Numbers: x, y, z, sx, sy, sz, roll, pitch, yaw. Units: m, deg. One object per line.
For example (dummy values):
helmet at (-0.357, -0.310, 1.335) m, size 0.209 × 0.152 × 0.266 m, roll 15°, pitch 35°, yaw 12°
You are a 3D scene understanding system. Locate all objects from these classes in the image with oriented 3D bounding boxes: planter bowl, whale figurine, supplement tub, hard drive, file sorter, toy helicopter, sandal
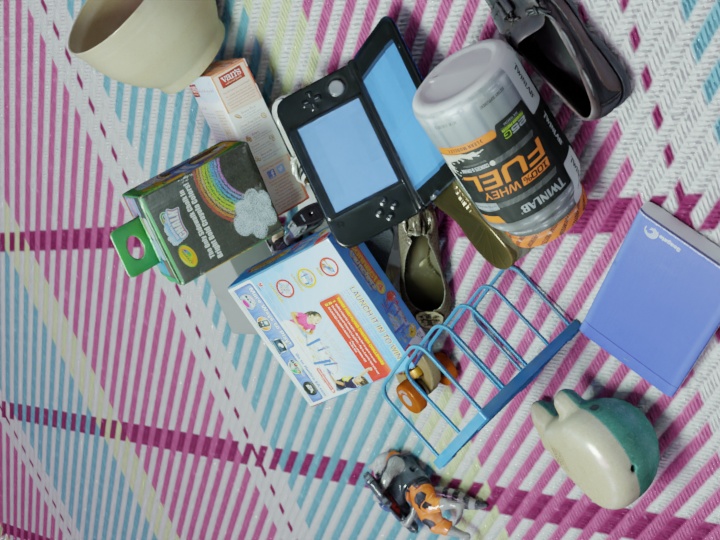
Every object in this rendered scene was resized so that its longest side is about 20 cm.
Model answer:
planter bowl at (-0.258, -0.314, 1.476) m, size 0.198 × 0.203 × 0.134 m, roll -3°, pitch 146°, yaw 47°
whale figurine at (0.286, 0.204, 1.406) m, size 0.161 × 0.103 × 0.200 m, roll 63°, pitch 166°, yaw -16°
supplement tub at (0.152, -0.129, 1.212) m, size 0.121 × 0.123 × 0.201 m, roll -5°, pitch 132°, yaw 48°
hard drive at (0.328, 0.036, 1.262) m, size 0.131 × 0.025 × 0.202 m, roll 37°, pitch 141°, yaw 19°
file sorter at (0.139, 0.109, 1.379) m, size 0.123 × 0.199 × 0.139 m, roll 45°, pitch 143°, yaw 11°
toy helicopter at (0.037, 0.103, 1.588) m, size 0.199 × 0.079 × 0.134 m, roll 19°, pitch 141°, yaw 52°
sandal at (0.001, 0.000, 1.512) m, size 0.075 × 0.043 × 0.202 m, roll 8°, pitch 133°, yaw -17°

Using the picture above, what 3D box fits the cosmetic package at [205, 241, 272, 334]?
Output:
cosmetic package at (-0.168, -0.017, 1.674) m, size 0.089 × 0.107 × 0.202 m, roll -4°, pitch 118°, yaw 48°

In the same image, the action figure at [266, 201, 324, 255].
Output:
action figure at (-0.088, -0.032, 1.568) m, size 0.130 × 0.069 × 0.200 m, roll 48°, pitch 150°, yaw -4°

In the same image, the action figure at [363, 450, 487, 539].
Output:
action figure at (0.093, 0.342, 1.736) m, size 0.192 × 0.105 × 0.201 m, roll 35°, pitch 168°, yaw 31°

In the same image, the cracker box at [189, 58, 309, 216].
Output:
cracker box at (-0.150, -0.177, 1.527) m, size 0.202 × 0.057 × 0.134 m, roll 64°, pitch 165°, yaw -18°

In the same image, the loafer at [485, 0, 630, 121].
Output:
loafer at (0.186, -0.233, 1.157) m, size 0.200 × 0.063 × 0.072 m, roll 47°, pitch 144°, yaw 6°

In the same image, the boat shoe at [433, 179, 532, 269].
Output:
boat shoe at (0.129, -0.096, 1.347) m, size 0.201 × 0.063 × 0.073 m, roll 51°, pitch 155°, yaw 12°

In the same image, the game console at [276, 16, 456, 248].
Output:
game console at (0.005, -0.155, 1.327) m, size 0.203 × 0.169 × 0.118 m, roll 64°, pitch -177°, yaw 10°

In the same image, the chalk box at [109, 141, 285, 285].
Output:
chalk box at (-0.219, -0.065, 1.460) m, size 0.127 × 0.198 × 0.124 m, roll 66°, pitch 164°, yaw -14°

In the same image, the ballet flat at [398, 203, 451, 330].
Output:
ballet flat at (0.080, 0.001, 1.458) m, size 0.066 × 0.047 × 0.203 m, roll -3°, pitch 127°, yaw 5°

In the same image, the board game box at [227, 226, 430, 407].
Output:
board game box at (-0.042, 0.058, 1.488) m, size 0.194 × 0.056 × 0.201 m, roll -24°, pitch 106°, yaw 38°

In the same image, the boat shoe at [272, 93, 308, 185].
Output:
boat shoe at (-0.052, -0.136, 1.432) m, size 0.201 × 0.069 × 0.071 m, roll 49°, pitch 142°, yaw 11°

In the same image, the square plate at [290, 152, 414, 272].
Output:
square plate at (-0.009, -0.113, 1.491) m, size 0.196 × 0.028 × 0.203 m, roll 23°, pitch 135°, yaw 33°
